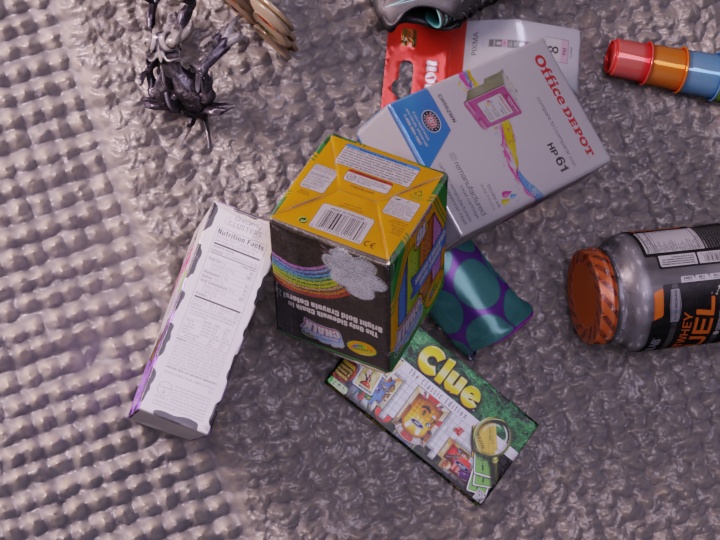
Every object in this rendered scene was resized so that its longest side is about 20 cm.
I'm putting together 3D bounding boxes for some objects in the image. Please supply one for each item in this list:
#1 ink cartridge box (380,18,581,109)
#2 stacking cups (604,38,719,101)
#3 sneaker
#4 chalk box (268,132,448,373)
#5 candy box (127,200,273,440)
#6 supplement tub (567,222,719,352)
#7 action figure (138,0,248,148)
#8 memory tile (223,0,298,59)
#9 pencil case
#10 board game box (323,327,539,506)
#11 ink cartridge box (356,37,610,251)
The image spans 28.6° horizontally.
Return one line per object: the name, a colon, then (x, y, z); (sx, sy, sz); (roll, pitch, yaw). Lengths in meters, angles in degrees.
ink cartridge box: (0.126, -0.182, 1.468); (0.199, 0.057, 0.163); (8, 80, -14)
stacking cups: (0.362, -0.210, 1.508); (0.199, 0.061, 0.061); (9, 79, -9)
sneaker: (0.103, -0.285, 1.459); (0.199, 0.075, 0.080); (-6, 72, -12)
chalk box: (0.000, 0.000, 1.298); (0.124, 0.200, 0.124); (21, 53, 17)
candy box: (-0.147, 0.051, 1.316); (0.071, 0.168, 0.201); (21, 77, -9)
supplement tub: (0.319, 0.017, 1.433); (0.199, 0.123, 0.123); (-6, 82, -11)
action figure: (-0.170, -0.222, 1.377); (0.119, 0.200, 0.102); (13, 45, 32)
memory tile: (-0.140, -0.287, 1.381); (0.200, 0.153, 0.017); (42, 88, 0)
pencil case: (0.079, -0.009, 1.411); (0.085, 0.092, 0.200); (-38, 92, 23)
board game box: (0.072, 0.133, 1.420); (0.200, 0.023, 0.105); (39, 74, -3)
ink cartridge box: (0.121, -0.120, 1.368); (0.200, 0.085, 0.145); (-27, 86, -29)
